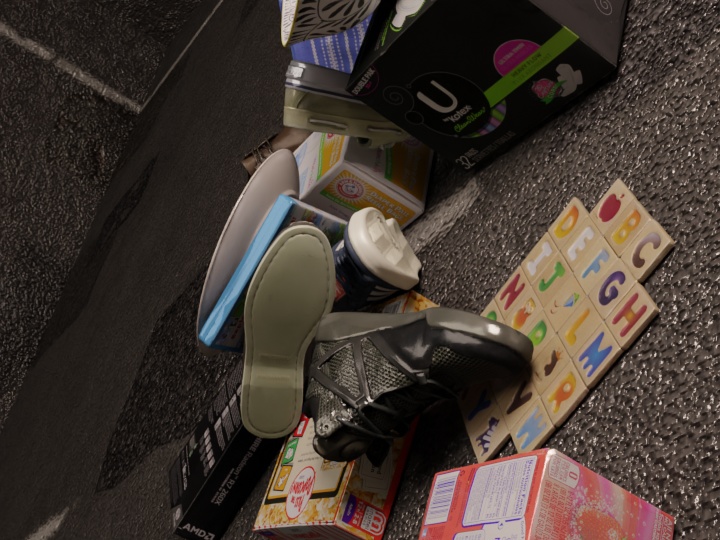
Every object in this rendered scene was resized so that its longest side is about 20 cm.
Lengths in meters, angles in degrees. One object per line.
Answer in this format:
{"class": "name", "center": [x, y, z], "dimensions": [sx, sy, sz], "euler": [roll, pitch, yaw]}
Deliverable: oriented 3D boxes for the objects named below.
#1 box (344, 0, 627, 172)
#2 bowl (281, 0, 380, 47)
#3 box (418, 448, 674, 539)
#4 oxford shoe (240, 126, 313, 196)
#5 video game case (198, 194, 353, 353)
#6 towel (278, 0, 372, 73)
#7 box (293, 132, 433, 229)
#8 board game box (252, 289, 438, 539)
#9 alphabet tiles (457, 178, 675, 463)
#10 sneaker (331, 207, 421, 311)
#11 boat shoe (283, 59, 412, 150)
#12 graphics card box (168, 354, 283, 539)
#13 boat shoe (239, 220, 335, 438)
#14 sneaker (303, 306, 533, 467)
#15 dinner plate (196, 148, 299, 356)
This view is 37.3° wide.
{"class": "box", "center": [0.108, -0.206, 0.909], "dimensions": [0.200, 0.147, 0.126], "euler": [-34, 32, 52]}
{"class": "bowl", "center": [-0.008, -0.285, 0.905], "dimensions": [0.201, 0.093, 0.204], "euler": [-174, 90, -80]}
{"class": "box", "center": [0.077, 0.203, 0.527], "dimensions": [0.102, 0.094, 0.202], "euler": [-30, 37, 53]}
{"class": "oxford shoe", "center": [-0.087, -0.125, 1.215], "dimensions": [0.202, 0.084, 0.073], "euler": [-63, 36, 23]}
{"class": "video game case", "center": [-0.053, 0.016, 0.979], "dimensions": [0.018, 0.199, 0.144], "euler": [35, 97, 27]}
{"class": "towel", "center": [0.008, -0.222, 1.091], "dimensions": [0.198, 0.147, 0.024], "euler": [4, 26, 36]}
{"class": "box", "center": [-0.022, -0.078, 1.113], "dimensions": [0.200, 0.101, 0.114], "euler": [-38, 31, 45]}
{"class": "board game box", "center": [-0.009, 0.128, 0.894], "dimensions": [0.151, 0.046, 0.202], "euler": [-24, 41, 57]}
{"class": "alphabet tiles", "center": [0.133, 0.035, 0.740], "dimensions": [0.201, 0.006, 0.167], "euler": [-53, 21, 19]}
{"class": "sneaker", "center": [0.000, 0.000, 0.905], "dimensions": [0.084, 0.076, 0.200], "euler": [-31, -7, 7]}
{"class": "boat shoe", "center": [0.012, -0.147, 1.005], "dimensions": [0.072, 0.198, 0.063], "euler": [34, 111, 58]}
{"class": "graphics card box", "center": [-0.130, 0.172, 1.114], "dimensions": [0.201, 0.051, 0.126], "euler": [-56, 21, 9]}
{"class": "boat shoe", "center": [-0.067, 0.043, 0.905], "dimensions": [0.061, 0.071, 0.203], "euler": [-97, 19, -62]}
{"class": "sneaker", "center": [0.034, 0.087, 0.762], "dimensions": [0.198, 0.076, 0.116], "euler": [-6, 60, 42]}
{"class": "dinner plate", "center": [-0.094, -0.012, 0.975], "dimensions": [0.200, 0.024, 0.202], "euler": [22, -91, -79]}
